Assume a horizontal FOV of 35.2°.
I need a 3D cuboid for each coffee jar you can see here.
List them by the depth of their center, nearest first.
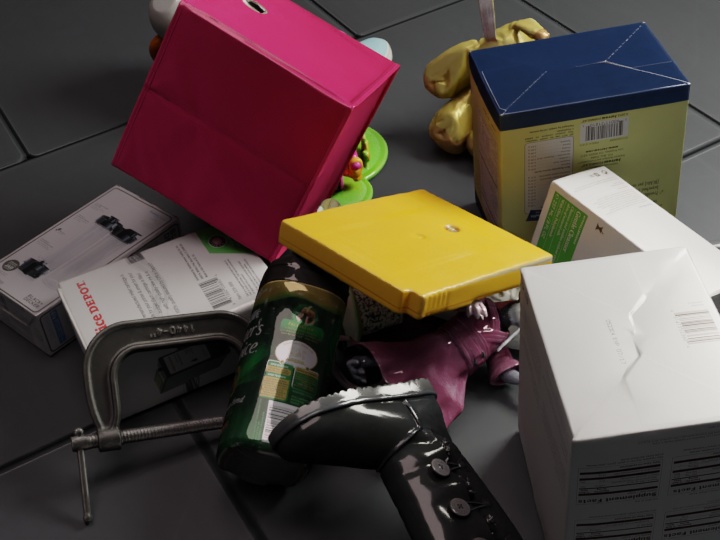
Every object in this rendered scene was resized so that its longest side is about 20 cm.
[{"bbox_3d":[-0.069,0.088,1.035,0.085,0.104,0.201,16,62,-8],"label":"coffee jar"}]

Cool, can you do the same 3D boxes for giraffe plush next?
[{"bbox_3d":[0.187,-0.238,1.401,0.172,0.201,0.162,17,17,30],"label":"giraffe plush"}]

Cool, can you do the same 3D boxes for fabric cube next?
[{"bbox_3d":[-0.105,-0.166,1.194,0.199,0.200,0.196,31,26,3],"label":"fabric cube"}]

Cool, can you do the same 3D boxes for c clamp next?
[{"bbox_3d":[-0.179,0.126,1.065,0.199,0.027,0.172,-12,84,-17],"label":"c clamp"}]

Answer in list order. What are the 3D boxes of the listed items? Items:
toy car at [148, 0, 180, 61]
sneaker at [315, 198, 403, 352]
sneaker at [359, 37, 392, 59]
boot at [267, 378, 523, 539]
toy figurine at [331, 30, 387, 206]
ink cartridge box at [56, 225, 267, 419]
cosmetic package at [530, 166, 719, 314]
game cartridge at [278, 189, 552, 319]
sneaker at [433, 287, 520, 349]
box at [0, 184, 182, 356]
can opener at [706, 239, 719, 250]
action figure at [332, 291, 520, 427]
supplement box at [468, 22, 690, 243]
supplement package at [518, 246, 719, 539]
[{"bbox_3d":[-0.199,-0.278,1.505,0.200,0.175,0.150,27,85,33],"label":"toy car"},{"bbox_3d":[0.000,0.000,1.203,0.088,0.077,0.201,-7,48,-6],"label":"sneaker"},{"bbox_3d":[-0.030,-0.276,1.514,0.074,0.082,0.200,25,50,31],"label":"sneaker"},{"bbox_3d":[0.036,0.191,0.912,0.164,0.066,0.201,-11,60,-30],"label":"boot"},{"bbox_3d":[-0.044,-0.193,1.342,0.149,0.185,0.200,-9,41,-3],"label":"toy figurine"},{"bbox_3d":[-0.190,0.046,1.160,0.199,0.084,0.146,-21,43,-17],"label":"ink cartridge box"},{"bbox_3d":[0.268,-0.002,1.107,0.085,0.108,0.200,-17,45,-34],"label":"cosmetic package"},{"bbox_3d":[0.052,-0.018,1.059,0.199,0.033,0.176,-16,36,-42],"label":"game cartridge"},{"bbox_3d":[0.134,0.020,1.146,0.199,0.085,0.073,15,43,21],"label":"sneaker"},{"bbox_3d":[-0.304,-0.005,1.255,0.116,0.060,0.200,26,51,33],"label":"box"},{"bbox_3d":[0.420,-0.015,1.185,0.199,0.054,0.067,-6,8,1],"label":"can opener"},{"bbox_3d":[0.092,0.081,1.085,0.200,0.134,0.149,-34,20,-23],"label":"action figure"},{"bbox_3d":[0.229,-0.133,1.218,0.199,0.200,0.135,-10,40,-3],"label":"supplement box"},{"bbox_3d":[0.217,0.124,0.924,0.146,0.201,0.192,-7,41,-1],"label":"supplement package"}]
